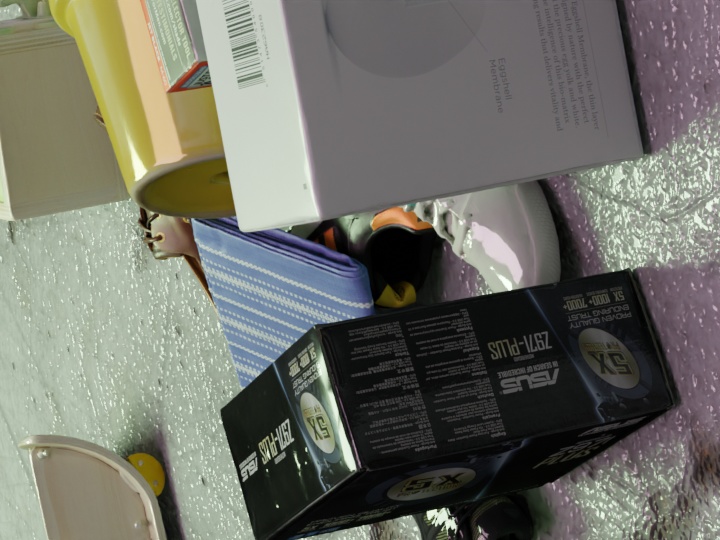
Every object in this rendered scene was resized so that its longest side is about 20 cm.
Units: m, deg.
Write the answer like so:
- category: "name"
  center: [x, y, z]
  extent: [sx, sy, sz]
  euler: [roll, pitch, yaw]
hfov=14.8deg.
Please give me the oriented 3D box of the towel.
- category: "towel"
  center: [-0.034, 0.049, 1.805]
  extent: [0.145, 0.024, 0.200]
  euler: [21, 141, 34]

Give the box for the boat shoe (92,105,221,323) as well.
- category: "boat shoe"
  center: [-0.119, -0.035, 1.900]
  extent: [0.200, 0.068, 0.072]
  euler: [51, 175, -11]

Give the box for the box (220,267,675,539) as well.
- category: "box"
  center: [0.046, 0.078, 1.558]
  extent: [0.164, 0.200, 0.086]
  euler: [-42, 61, 60]

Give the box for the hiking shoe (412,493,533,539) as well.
- category: "hiking shoe"
  center: [0.068, 0.134, 1.702]
  extent: [0.101, 0.076, 0.200]
  euler: [0, 110, 55]

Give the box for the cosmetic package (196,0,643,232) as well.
- category: "cosmetic package"
  center: [0.026, -0.137, 1.512]
  extent: [0.123, 0.200, 0.199]
  euler: [174, 85, -67]

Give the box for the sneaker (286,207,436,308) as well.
- category: "sneaker"
  center: [0.000, 0.000, 1.768]
  extent: [0.090, 0.070, 0.200]
  euler: [66, 150, 31]

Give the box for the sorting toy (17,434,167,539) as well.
- category: "sorting toy"
  center: [-0.222, 0.227, 2.295]
  extent: [0.180, 0.107, 0.200]
  euler: [163, 94, -72]

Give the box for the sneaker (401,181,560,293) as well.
- category: "sneaker"
  center: [0.045, -0.050, 1.637]
  extent: [0.200, 0.088, 0.075]
  euler: [62, 148, 30]

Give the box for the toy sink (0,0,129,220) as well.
- category: "toy sink"
  center: [-0.270, -0.148, 2.210]
  extent: [0.130, 0.112, 0.200]
  euler: [12, 111, 62]

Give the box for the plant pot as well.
- category: "plant pot"
  center: [-0.089, -0.140, 1.714]
  extent: [0.201, 0.201, 0.189]
  euler: [143, 123, -62]

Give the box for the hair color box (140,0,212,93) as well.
- category: "hair color box"
  center: [-0.027, -0.176, 1.603]
  extent: [0.064, 0.200, 0.111]
  euler: [-35, 68, 62]
